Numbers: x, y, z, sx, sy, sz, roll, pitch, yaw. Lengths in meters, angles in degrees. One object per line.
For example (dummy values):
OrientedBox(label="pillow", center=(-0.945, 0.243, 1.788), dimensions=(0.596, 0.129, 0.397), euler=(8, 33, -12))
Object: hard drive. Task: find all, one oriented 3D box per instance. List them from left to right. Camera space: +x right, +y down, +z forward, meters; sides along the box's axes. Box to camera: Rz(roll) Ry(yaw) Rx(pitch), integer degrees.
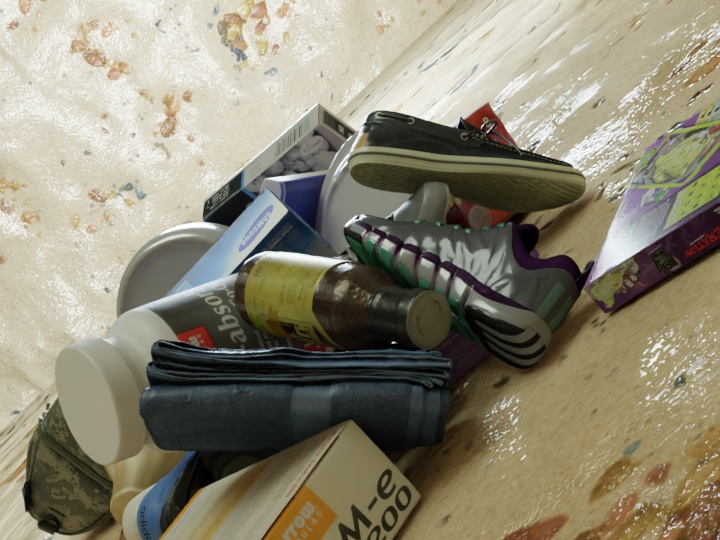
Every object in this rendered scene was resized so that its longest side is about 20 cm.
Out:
OrientedBox(label="hard drive", center=(-0.057, -0.028, 1.429), dimensions=(0.200, 0.025, 0.133), euler=(-20, -60, -71))

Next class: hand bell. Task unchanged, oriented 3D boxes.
OrientedBox(label="hand bell", center=(-0.205, 0.238, 1.298), dimensions=(0.104, 0.104, 0.201), euler=(-36, 23, 30))

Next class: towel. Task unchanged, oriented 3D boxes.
OrientedBox(label="towel", center=(-0.041, 0.084, 0.960), dimensions=(0.112, 0.198, 0.049), euler=(94, 175, -66))

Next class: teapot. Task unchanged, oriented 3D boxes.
OrientedBox(label="teapot", center=(-0.155, 0.037, 1.586), dimensions=(0.198, 0.200, 0.146), euler=(-55, -9, 13))

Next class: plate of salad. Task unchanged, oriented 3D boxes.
OrientedBox(label="plate of salad", center=(0.022, -0.031, 1.316), dimensions=(0.048, 0.202, 0.200), euler=(2, -20, -36))

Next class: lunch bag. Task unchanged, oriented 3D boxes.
OrientedBox(label="lunch bag", center=(-0.280, 0.185, 1.628), dimensions=(0.168, 0.139, 0.200), euler=(-58, 0, 29))

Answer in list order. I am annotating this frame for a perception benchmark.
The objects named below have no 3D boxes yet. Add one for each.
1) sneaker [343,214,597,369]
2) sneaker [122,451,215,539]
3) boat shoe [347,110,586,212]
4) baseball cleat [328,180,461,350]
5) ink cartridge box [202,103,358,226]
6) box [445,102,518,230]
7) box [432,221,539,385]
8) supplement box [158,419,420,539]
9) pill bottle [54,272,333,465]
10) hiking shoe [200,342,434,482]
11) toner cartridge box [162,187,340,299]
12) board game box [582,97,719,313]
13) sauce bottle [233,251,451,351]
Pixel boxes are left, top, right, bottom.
OrientedBox(label="sneaker", center=(0.076, -0.005, 1.037), dimensions=(0.088, 0.075, 0.199), euler=(-45, 47, -15))
OrientedBox(label="sneaker", center=(-0.102, 0.158, 1.220), dimensions=(0.111, 0.077, 0.200), euler=(-23, 13, 41))
OrientedBox(label="boat shoe", center=(0.090, -0.093, 1.211), dimensions=(0.075, 0.198, 0.063), euler=(103, 175, -65))
OrientedBox(label="baseball cleat", center=(0.000, 0.000, 1.216), dimensions=(0.070, 0.106, 0.201), euler=(-89, 22, -56))
OrientedBox(label="ink cartridge box", center=(-0.035, -0.065, 1.588), dimensions=(0.198, 0.199, 0.044), euler=(-37, 35, 34))
OrientedBox(label="box", center=(0.069, -0.070, 1.384), dimensions=(0.095, 0.100, 0.200), euler=(-38, 6, -27))
OrientedBox(label="box", center=(0.052, 0.056, 1.137), dimensions=(0.200, 0.039, 0.137), euler=(-40, 11, 17))
OrientedBox(label="supplement box", center=(-0.068, 0.187, 0.961), dimensions=(0.200, 0.074, 0.126), euler=(-31, 15, 50))
OrientedBox(label="pill bottle", center=(-0.129, 0.074, 1.152), dimensions=(0.199, 0.117, 0.116), euler=(-21, -5, -36))
OrientedBox(label="hiking shoe", center=(-0.022, 0.116, 1.061), dimensions=(0.199, 0.101, 0.076), euler=(-17, 10, 17))
OrientedBox(label="toner cartridge box", center=(-0.114, 0.033, 1.267), dimensions=(0.200, 0.095, 0.043), euler=(-47, 48, 2))
OrientedBox(label="board game box", center=(0.223, -0.058, 0.991), dimensions=(0.120, 0.032, 0.200), euler=(-31, 15, 36))
OrientedBox(label="sauce bottle", center=(-0.015, 0.024, 1.046), dimensions=(0.065, 0.065, 0.199), euler=(-47, 29, -23))
